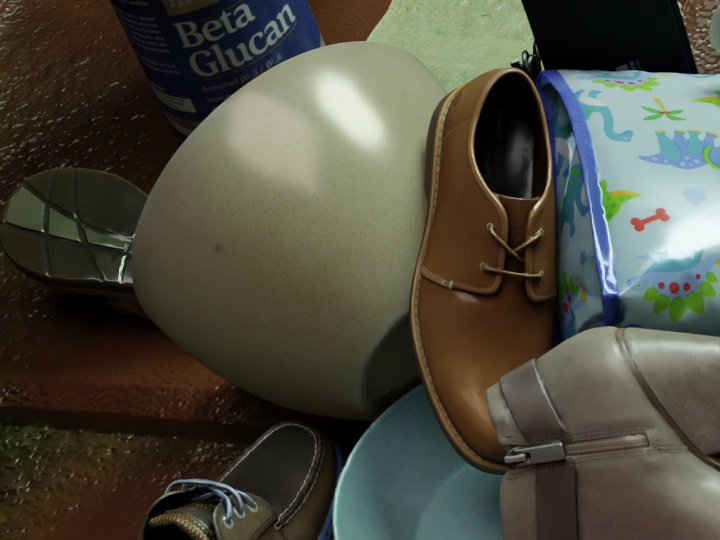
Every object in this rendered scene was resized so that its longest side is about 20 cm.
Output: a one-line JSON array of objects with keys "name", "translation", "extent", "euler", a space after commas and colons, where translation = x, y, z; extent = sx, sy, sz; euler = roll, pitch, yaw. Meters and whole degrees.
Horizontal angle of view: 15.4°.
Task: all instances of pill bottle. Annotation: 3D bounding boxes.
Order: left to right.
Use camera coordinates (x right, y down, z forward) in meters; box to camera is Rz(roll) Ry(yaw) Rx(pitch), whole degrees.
[{"name": "pill bottle", "translation": [-0.101, -0.184, 1.617], "extent": [0.111, 0.200, 0.111], "euler": [-14, 41, 12]}]

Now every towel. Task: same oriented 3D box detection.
[{"name": "towel", "translation": [0.082, -0.120, 1.588], "extent": [0.200, 0.037, 0.149], "euler": [6, 48, 31]}]

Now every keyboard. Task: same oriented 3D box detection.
[{"name": "keyboard", "translation": [0.125, -0.104, 1.421], "extent": [0.104, 0.200, 0.040], "euler": [-20, 46, 3]}]

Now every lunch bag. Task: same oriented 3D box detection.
[{"name": "lunch bag", "translation": [0.179, -0.023, 1.333], "extent": [0.170, 0.128, 0.200], "euler": [2, 50, -9]}]

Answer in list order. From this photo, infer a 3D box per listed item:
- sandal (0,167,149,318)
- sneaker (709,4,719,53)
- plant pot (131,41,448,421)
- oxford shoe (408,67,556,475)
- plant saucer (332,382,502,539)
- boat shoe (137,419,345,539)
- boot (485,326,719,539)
[{"name": "sandal", "translation": [-0.119, -0.006, 1.555], "extent": [0.199, 0.055, 0.082], "euler": [10, 55, 14]}, {"name": "sneaker", "translation": [0.226, -0.076, 1.271], "extent": [0.090, 0.067, 0.200], "euler": [3, 31, -15]}, {"name": "plant pot", "translation": [0.000, 0.000, 1.393], "extent": [0.200, 0.200, 0.134], "euler": [-35, 56, -12]}, {"name": "oxford shoe", "translation": [0.065, -0.003, 1.293], "extent": [0.071, 0.071, 0.201], "euler": [0, 78, -16]}, {"name": "plant saucer", "translation": [0.087, 0.122, 1.311], "extent": [0.200, 0.039, 0.201], "euler": [-7, 44, 7]}, {"name": "boat shoe", "translation": [-0.072, 0.144, 1.349], "extent": [0.072, 0.072, 0.200], "euler": [9, 50, 32]}, {"name": "boot", "translation": [0.139, 0.122, 1.214], "extent": [0.146, 0.070, 0.201], "euler": [-13, 85, 15]}]
